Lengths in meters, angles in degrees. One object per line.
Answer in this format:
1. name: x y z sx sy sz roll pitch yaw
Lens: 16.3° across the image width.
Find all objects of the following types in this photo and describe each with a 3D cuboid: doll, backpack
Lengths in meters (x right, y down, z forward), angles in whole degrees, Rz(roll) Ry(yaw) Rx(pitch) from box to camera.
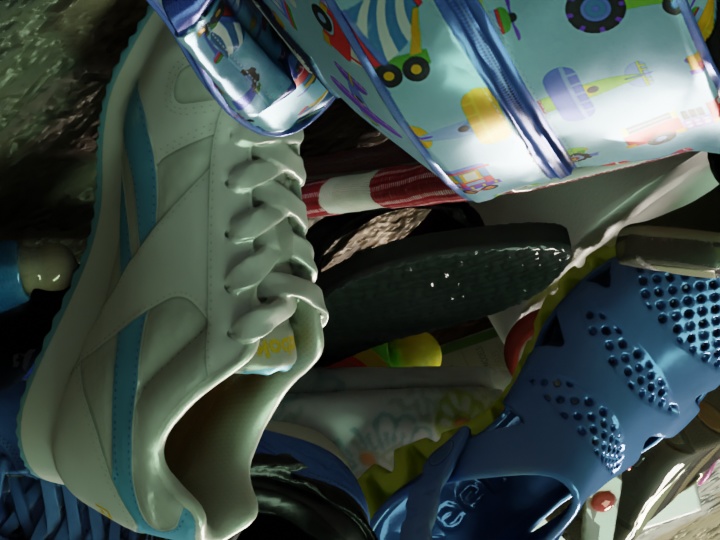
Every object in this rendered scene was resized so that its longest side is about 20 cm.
1. doll: -0.136 0.020 0.881 0.136 0.049 0.199 -31 161 37
2. backpack: 0.004 -0.099 0.606 0.134 0.201 0.183 -31 159 4

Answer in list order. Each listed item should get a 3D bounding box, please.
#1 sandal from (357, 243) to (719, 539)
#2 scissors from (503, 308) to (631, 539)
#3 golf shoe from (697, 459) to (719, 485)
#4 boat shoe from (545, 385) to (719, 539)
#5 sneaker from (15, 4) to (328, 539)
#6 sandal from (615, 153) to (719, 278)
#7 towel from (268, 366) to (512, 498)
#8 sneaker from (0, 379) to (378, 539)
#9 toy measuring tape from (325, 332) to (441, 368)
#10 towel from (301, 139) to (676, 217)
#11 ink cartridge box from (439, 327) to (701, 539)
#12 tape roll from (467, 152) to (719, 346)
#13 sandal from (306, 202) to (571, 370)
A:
1. sandal: 0.078 0.068 0.976 0.200 0.079 0.087 -48 -165 11
2. scissors: 0.108 0.085 1.058 0.073 0.014 0.201 -17 124 -3
3. golf shoe: 0.135 0.067 1.265 0.199 0.092 0.075 -8 150 -37
4. boat shoe: 0.141 0.045 1.084 0.073 0.075 0.200 -30 165 -43
5. sneaker: -0.045 -0.009 0.820 0.076 0.081 0.201 -6 117 -54
6. sandal: 0.159 -0.039 0.934 0.079 0.058 0.201 6 -158 37
7. towel: -0.034 0.120 1.056 0.199 0.048 0.172 -2 116 -11
8. sneaker: -0.090 0.092 0.938 0.199 0.111 0.077 9 103 -14
9. toy measuring tape: -0.049 0.079 1.083 0.199 0.074 0.074 -24 157 -18
10. towel: 0.043 -0.042 0.879 0.144 0.023 0.200 -16 -173 -33
11. ink cartridge box: 0.052 0.091 1.181 0.199 0.059 0.104 -19 125 -4
12. tape roll: 0.134 -0.041 1.062 0.202 0.071 0.203 -25 157 -12
13. sandal: -0.001 0.000 0.981 0.075 0.048 0.200 8 161 -40
